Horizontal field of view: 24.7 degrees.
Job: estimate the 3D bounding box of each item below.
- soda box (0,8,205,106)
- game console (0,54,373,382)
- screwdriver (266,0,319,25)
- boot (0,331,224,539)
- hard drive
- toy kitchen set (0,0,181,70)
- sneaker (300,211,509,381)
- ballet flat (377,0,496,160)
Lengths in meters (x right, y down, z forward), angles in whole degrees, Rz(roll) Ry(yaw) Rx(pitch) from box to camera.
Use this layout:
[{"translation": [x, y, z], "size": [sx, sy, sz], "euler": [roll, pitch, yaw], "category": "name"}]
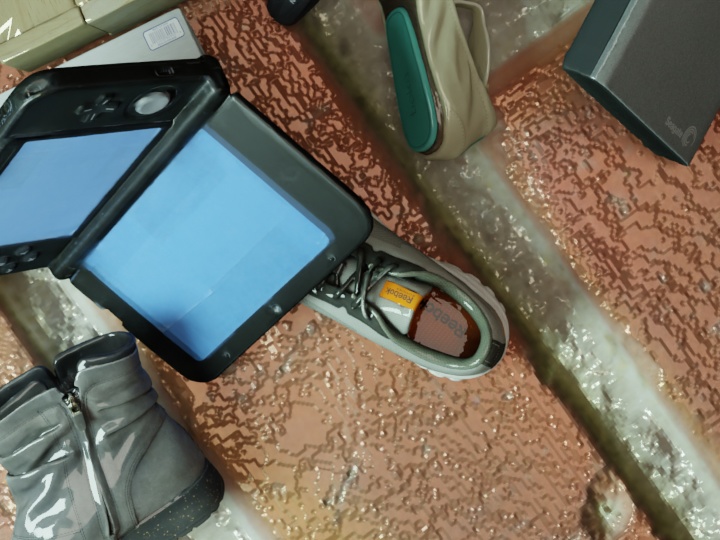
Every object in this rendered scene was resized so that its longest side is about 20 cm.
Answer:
[{"translation": [-0.178, -0.078, 0.955], "size": [0.200, 0.068, 0.064], "euler": [-26, 91, -1], "category": "soda box"}, {"translation": [-0.127, -0.013, 0.885], "size": [0.176, 0.200, 0.117], "euler": [-11, 68, -43], "category": "game console"}, {"translation": [0.008, -0.203, 0.921], "size": [0.200, 0.028, 0.029], "euler": [-39, 78, 42], "category": "screwdriver"}, {"translation": [-0.188, 0.129, 0.940], "size": [0.200, 0.070, 0.132], "euler": [-38, 118, -12], "category": "boot"}, {"translation": [0.198, -0.173, 0.941], "size": [0.033, 0.139, 0.200], "euler": [28, 90, 36], "category": "hard drive"}, {"translation": [-0.154, -0.232, 0.879], "size": [0.200, 0.180, 0.164], "euler": [-24, 84, 11], "category": "toy kitchen set"}, {"translation": [0.000, 0.000, 0.959], "size": [0.200, 0.079, 0.074], "euler": [27, 92, -1], "category": "sneaker"}, {"translation": [0.038, -0.165, 0.970], "size": [0.069, 0.069, 0.201], "euler": [-13, 94, -2], "category": "ballet flat"}]
